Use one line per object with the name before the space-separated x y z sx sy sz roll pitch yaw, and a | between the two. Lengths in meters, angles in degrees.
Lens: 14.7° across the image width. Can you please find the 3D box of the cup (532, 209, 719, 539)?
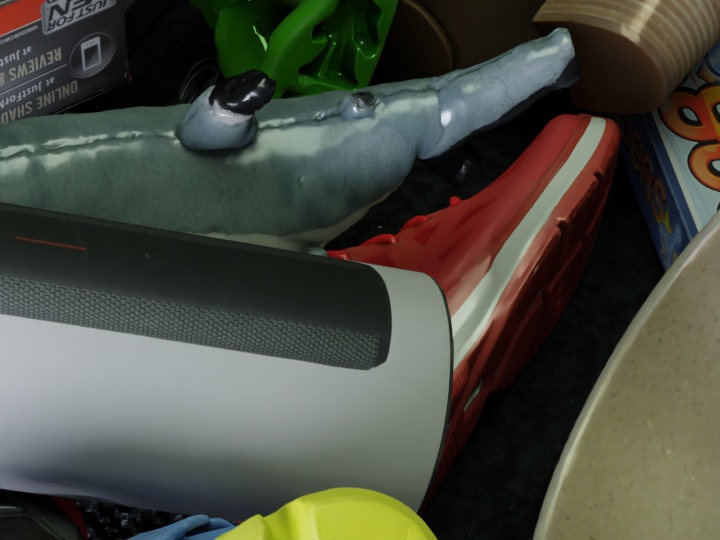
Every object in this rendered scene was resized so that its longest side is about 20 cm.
cup | 0.162 0.074 0.810 0.143 0.200 0.201 31 47 -15

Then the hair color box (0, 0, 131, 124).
hair color box | -0.175 -0.125 0.993 0.101 0.061 0.200 -27 52 -24

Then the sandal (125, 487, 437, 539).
sandal | -0.078 0.108 0.703 0.199 0.087 0.080 -11 92 -22

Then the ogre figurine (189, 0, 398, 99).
ogre figurine | -0.036 -0.130 0.916 0.098 0.200 0.120 -33 38 -6

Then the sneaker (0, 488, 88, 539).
sneaker | -0.155 0.118 0.762 0.200 0.071 0.098 -30 18 -18

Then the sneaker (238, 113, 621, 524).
sneaker | 0.000 0.000 0.910 0.115 0.079 0.200 27 50 14

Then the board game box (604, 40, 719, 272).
board game box | 0.166 -0.030 0.983 0.135 0.035 0.201 -7 50 -13

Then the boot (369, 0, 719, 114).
boot | 0.067 -0.136 1.000 0.199 0.077 0.155 10 51 39

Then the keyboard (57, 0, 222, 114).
keyboard | -0.114 -0.064 0.989 0.127 0.021 0.200 24 51 14

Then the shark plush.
shark plush | -0.033 -0.026 0.820 0.199 0.083 0.091 -5 59 8

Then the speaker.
speaker | -0.080 0.025 0.776 0.199 0.081 0.081 10 47 -17
